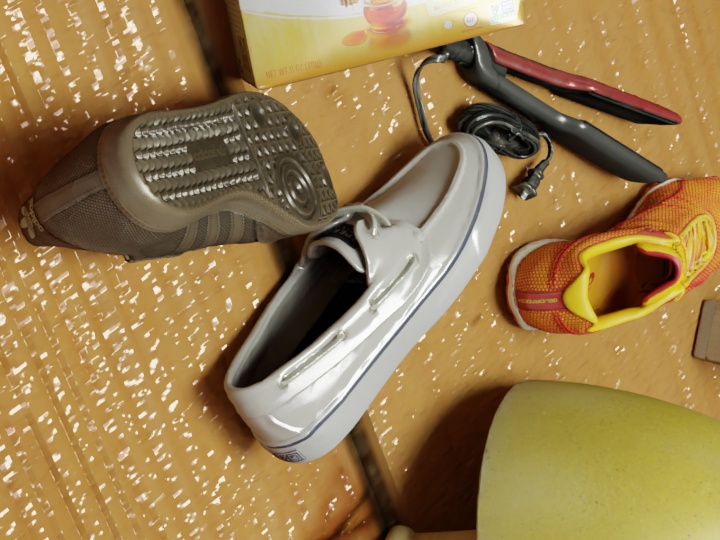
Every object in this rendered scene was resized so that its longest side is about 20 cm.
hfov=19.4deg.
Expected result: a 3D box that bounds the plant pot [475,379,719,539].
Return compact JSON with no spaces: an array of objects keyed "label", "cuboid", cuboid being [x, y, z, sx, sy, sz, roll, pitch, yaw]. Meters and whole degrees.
[{"label":"plant pot","cuboid":[0.164,0.153,1.133,0.200,0.142,0.201,-7,90,-66]}]

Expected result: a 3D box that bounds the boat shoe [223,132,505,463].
[{"label":"boat shoe","cuboid":[0.000,0.000,1.061,0.200,0.072,0.066,-52,132,-15]}]

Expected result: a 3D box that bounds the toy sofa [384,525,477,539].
[{"label":"toy sofa","cuboid":[0.043,0.241,1.134,0.083,0.097,0.201,-53,132,-56]}]

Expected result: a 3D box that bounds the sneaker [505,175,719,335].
[{"label":"sneaker","cuboid":[0.171,-0.003,1.214,0.200,0.077,0.073,-26,111,-40]}]

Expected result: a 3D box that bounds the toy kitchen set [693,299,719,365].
[{"label":"toy kitchen set","cuboid":[0.344,-0.016,1.314,0.180,0.163,0.201,16,84,-43]}]

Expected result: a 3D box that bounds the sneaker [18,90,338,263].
[{"label":"sneaker","cuboid":[-0.083,-0.041,0.982,0.200,0.075,0.071,1,70,-64]}]

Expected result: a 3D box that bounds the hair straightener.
[{"label":"hair straightener","cuboid":[0.101,-0.077,1.160,0.200,0.041,0.077,18,83,-43]}]

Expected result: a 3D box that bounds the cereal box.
[{"label":"cereal box","cuboid":[-0.006,-0.200,1.007,0.143,0.040,0.201,-16,109,-12]}]
